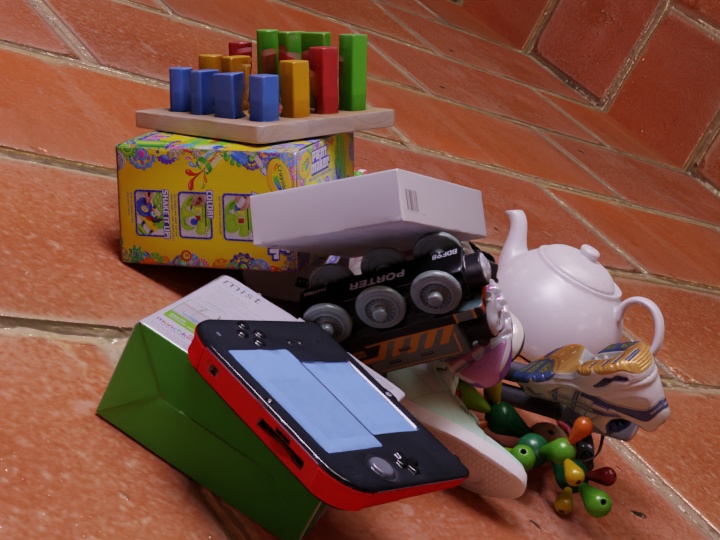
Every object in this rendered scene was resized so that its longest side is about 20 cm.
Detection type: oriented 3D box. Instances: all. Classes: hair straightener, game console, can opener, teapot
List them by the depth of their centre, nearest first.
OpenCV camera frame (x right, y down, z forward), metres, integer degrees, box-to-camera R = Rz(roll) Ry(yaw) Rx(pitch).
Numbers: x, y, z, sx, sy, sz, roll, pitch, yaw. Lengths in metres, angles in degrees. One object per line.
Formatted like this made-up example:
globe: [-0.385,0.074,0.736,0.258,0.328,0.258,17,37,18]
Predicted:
game console: [-0.025,0.104,1.047,0.200,0.031,0.176,43,25,28]
can opener: [0.227,0.137,1.460,0.199,0.054,0.067,13,5,44]
hair straightener: [0.243,0.155,1.511,0.041,0.078,0.200,13,23,-1]
teapot: [0.264,0.036,1.728,0.199,0.147,0.198,24,20,-17]

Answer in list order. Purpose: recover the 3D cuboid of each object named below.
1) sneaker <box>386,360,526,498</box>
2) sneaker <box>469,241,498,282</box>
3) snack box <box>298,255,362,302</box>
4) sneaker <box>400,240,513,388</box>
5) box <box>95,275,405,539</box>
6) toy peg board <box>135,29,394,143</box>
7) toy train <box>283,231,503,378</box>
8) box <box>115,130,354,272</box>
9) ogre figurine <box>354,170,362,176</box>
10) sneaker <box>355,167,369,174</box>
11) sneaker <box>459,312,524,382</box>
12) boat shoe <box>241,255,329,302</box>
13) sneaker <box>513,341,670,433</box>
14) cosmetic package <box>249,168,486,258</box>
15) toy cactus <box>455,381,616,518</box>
sneaker: [0.093,0.127,1.301,0.200,0.074,0.118,32,53,14]
sneaker: [0.141,0.038,1.573,0.075,0.107,0.200,42,9,36]
snack box: [0.000,0.000,1.424,0.072,0.024,0.201,53,50,-25]
sneaker: [0.106,0.040,1.327,0.089,0.080,0.201,56,10,-46]
box: [-0.085,0.107,1.132,0.199,0.097,0.176,32,19,8]
toy peg board: [-0.100,-0.199,1.418,0.199,0.099,0.198,11,17,42]
toy train: [0.032,0.041,1.235,0.086,0.198,0.114,-85,154,-52]
box: [-0.123,-0.083,1.405,0.191,0.123,0.200,3,14,16]
ogre figurine: [0.026,-0.061,1.673,0.098,0.120,0.200,38,22,12]
sneaker: [-0.064,-0.118,1.757,0.115,0.079,0.200,33,18,6]
sneaker: [0.125,0.083,1.429,0.084,0.075,0.200,30,-15,-24]
boat shoe: [-0.037,0.012,1.489,0.198,0.071,0.070,17,24,-14]
sneaker: [0.227,0.126,1.356,0.089,0.075,0.200,63,-24,-10]
cosmetic package: [0.011,-0.049,1.257,0.150,0.052,0.200,-11,-7,25]
toy cactus: [0.181,0.171,1.381,0.199,0.103,0.165,27,8,19]
